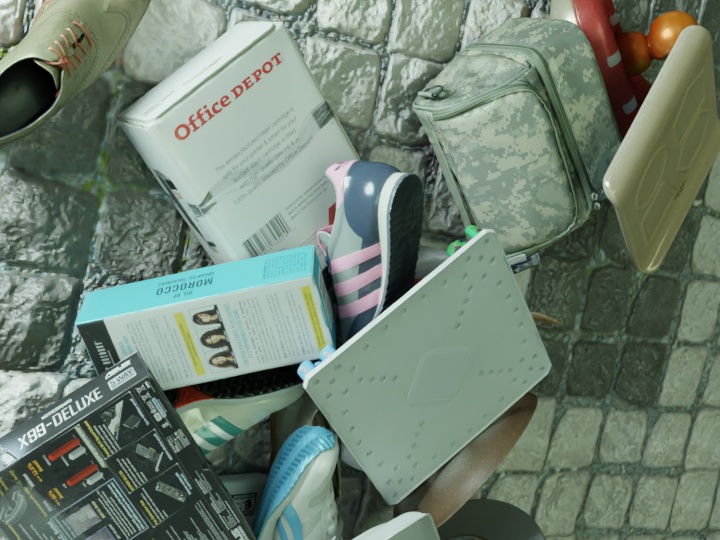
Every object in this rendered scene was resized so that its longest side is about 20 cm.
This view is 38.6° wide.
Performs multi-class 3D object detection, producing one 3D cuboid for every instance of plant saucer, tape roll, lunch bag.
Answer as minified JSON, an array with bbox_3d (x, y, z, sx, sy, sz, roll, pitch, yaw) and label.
[{"bbox_3d":[0.094,0.185,1.022,0.037,0.200,0.200,44,76,0],"label":"plant saucer"},{"bbox_3d":[0.107,0.331,1.041,0.200,0.200,0.066,-41,121,-17],"label":"tape roll"},{"bbox_3d":[0.148,-0.119,0.992,0.167,0.139,0.201,-35,119,-17],"label":"lunch bag"}]

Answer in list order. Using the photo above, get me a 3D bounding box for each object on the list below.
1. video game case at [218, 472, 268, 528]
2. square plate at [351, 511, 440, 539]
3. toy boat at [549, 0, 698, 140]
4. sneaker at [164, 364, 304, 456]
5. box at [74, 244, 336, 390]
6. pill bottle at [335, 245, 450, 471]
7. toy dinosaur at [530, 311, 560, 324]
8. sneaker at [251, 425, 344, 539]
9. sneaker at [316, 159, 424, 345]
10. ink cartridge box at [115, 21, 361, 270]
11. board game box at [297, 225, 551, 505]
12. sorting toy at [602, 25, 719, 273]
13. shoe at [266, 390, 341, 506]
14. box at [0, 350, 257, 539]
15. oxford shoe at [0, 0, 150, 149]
[{"bbox_3d":[-0.181,0.280,0.939,0.199,0.023,0.184,4,100,-41],"label":"video game case"},{"bbox_3d":[-0.013,0.295,0.938,0.199,0.029,0.199,-30,146,-6],"label":"square plate"},{"bbox_3d":[0.277,-0.217,1.033,0.201,0.130,0.131,61,26,-29],"label":"toy boat"},{"bbox_3d":[-0.143,0.132,0.917,0.198,0.070,0.094,-15,134,-23],"label":"sneaker"},{"bbox_3d":[-0.124,0.044,0.848,0.198,0.049,0.083,-11,121,5],"label":"box"},{"bbox_3d":[0.030,0.082,0.981,0.113,0.114,0.202,-4,105,-31],"label":"pill bottle"},{"bbox_3d":[0.123,0.073,1.037,0.060,0.106,0.201,-12,146,-48],"label":"toy dinosaur"},{"bbox_3d":[-0.049,0.220,0.925,0.080,0.077,0.201,15,123,-8],"label":"sneaker"},{"bbox_3d":[0.000,0.000,0.876,0.070,0.081,0.202,-28,133,-52],"label":"sneaker"},{"bbox_3d":[-0.089,-0.090,0.880,0.147,0.083,0.201,-41,121,-18],"label":"ink cartridge box"},{"bbox_3d":[0.062,0.085,0.890,0.199,0.026,0.201,-39,133,-9],"label":"board game box"},{"bbox_3d":[0.295,-0.112,1.002,0.186,0.036,0.200,-61,148,-8],"label":"sorting toy"},{"bbox_3d":[-0.053,0.204,0.981,0.070,0.053,0.202,-23,120,-45],"label":"shoe"},{"bbox_3d":[-0.195,0.191,0.833,0.157,0.050,0.201,-33,119,-11],"label":"box"},{"bbox_3d":[-0.224,-0.161,0.781,0.200,0.075,0.070,-51,122,-12],"label":"oxford shoe"}]
